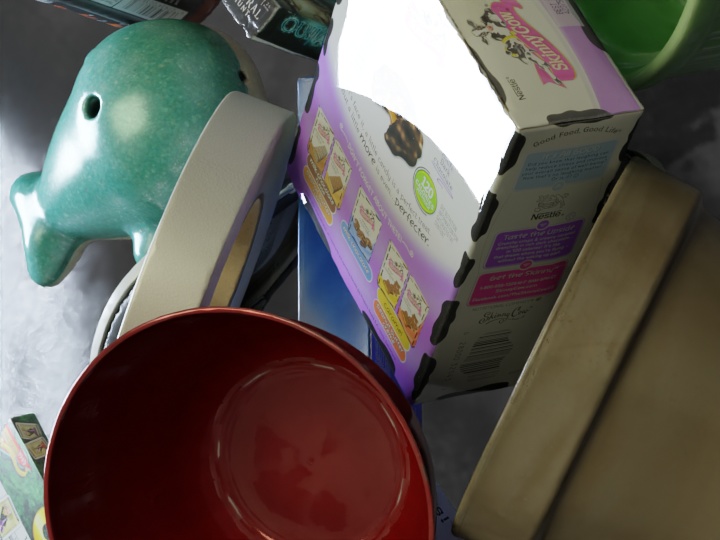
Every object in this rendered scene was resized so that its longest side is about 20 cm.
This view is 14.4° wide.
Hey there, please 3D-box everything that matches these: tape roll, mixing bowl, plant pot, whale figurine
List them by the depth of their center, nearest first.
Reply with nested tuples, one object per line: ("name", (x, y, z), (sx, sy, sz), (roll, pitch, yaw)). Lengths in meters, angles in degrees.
("plant pot", (0.161, 0.073, 1.340), (0.173, 0.200, 0.200), (27, 100, 6))
("mixing bowl", (-0.043, 0.104, 1.383), (0.200, 0.108, 0.200), (4, 103, 19))
("tape roll", (-0.086, 0.003, 1.504), (0.037, 0.203, 0.203), (21, 95, 3))
("whale figurine", (-0.148, -0.069, 1.691), (0.200, 0.104, 0.159), (-31, 62, 31))

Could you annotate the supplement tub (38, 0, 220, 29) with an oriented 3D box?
("supplement tub", (-0.173, -0.209, 1.680), (0.107, 0.200, 0.107), (-11, 72, 39))

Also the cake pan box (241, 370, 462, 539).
("cake pan box", (-0.030, 0.169, 1.479), (0.184, 0.052, 0.200), (-36, 82, 24))

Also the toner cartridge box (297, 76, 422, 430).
("toner cartridge box", (0.000, 0.000, 1.552), (0.043, 0.095, 0.200), (-5, 76, 19))

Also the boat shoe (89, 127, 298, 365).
("boat shoe", (-0.085, 0.008, 1.639), (0.060, 0.076, 0.200), (50, 116, 36))

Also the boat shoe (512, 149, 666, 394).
("boat shoe", (0.106, 0.029, 1.478), (0.074, 0.066, 0.199), (19, 92, 42))

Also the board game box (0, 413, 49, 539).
("board game box", (-0.179, 0.195, 1.686), (0.105, 0.023, 0.200), (-54, 55, 35))

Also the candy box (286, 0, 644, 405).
("candy box", (0.045, -0.063, 1.384), (0.168, 0.072, 0.200), (62, 149, 33))

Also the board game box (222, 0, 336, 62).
("board game box", (-0.056, -0.186, 1.619), (0.028, 0.135, 0.200), (-50, 54, 20))

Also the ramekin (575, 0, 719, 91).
("ramekin", (0.157, -0.190, 1.422), (0.200, 0.098, 0.200), (25, 118, 59))
